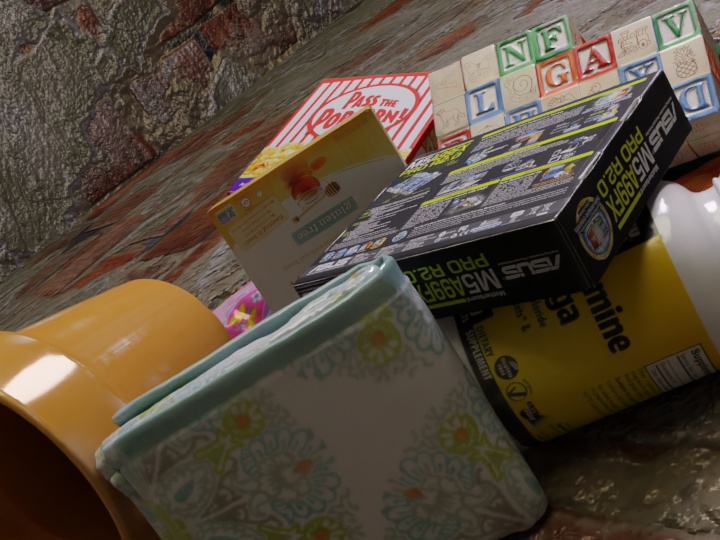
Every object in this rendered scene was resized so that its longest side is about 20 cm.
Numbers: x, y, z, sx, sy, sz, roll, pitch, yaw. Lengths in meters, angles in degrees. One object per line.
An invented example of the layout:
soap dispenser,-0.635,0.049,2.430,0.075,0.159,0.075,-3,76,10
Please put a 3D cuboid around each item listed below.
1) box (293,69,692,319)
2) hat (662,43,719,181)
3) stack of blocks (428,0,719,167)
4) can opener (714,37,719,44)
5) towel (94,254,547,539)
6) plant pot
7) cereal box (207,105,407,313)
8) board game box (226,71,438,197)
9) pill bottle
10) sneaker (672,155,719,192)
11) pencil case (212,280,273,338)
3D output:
box,0.075,-0.036,0.570,0.199,0.044,0.160,-15,25,45
hat,0.242,-0.079,0.795,0.199,0.177,0.166,17,42,15
stack of blocks,0.153,-0.117,0.688,0.199,0.058,0.116,-18,65,29
can opener,0.326,-0.191,0.910,0.066,0.054,0.200,-5,10,-19
towel,-0.023,0.109,0.530,0.199,0.172,0.048,-31,16,10
plant pot,-0.180,0.104,0.656,0.199,0.201,0.183,-20,18,36
cereal box,0.000,0.000,0.717,0.143,0.201,0.040,-32,10,7
board game box,-0.002,-0.105,0.838,0.151,0.047,0.200,1,38,27
pill bottle,0.150,0.019,0.554,0.199,0.113,0.113,-27,19,19
sneaker,0.222,-0.029,0.654,0.199,0.073,0.077,-25,4,6
pencil case,-0.092,0.062,0.792,0.200,0.087,0.087,-41,17,7
